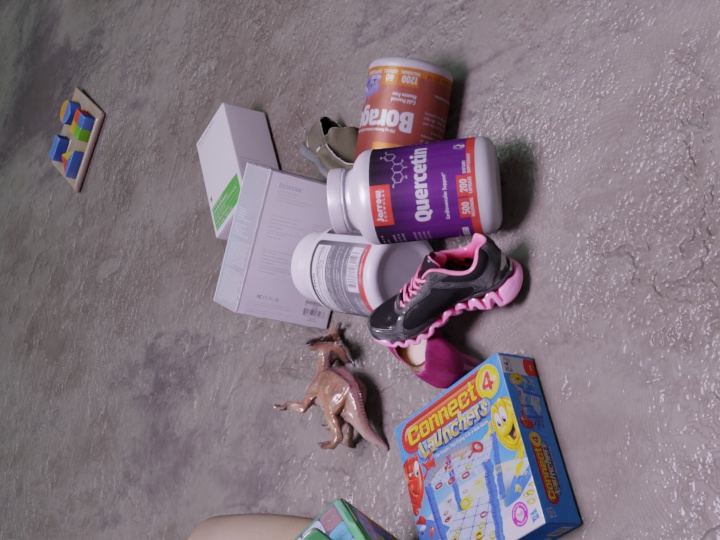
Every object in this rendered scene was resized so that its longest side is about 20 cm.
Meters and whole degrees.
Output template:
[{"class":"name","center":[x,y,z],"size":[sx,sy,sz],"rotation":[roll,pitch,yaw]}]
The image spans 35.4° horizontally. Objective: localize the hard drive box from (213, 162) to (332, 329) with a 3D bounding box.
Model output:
[{"class":"hard drive box","center":[-0.102,-0.034,1.580],"size":[0.076,0.154,0.203],"rotation":[21,97,55]}]

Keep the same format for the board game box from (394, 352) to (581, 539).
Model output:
[{"class":"board game box","center":[0.135,0.227,1.260],"size":[0.200,0.055,0.198],"rotation":[-43,49,40]}]

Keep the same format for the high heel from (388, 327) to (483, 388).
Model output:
[{"class":"high heel","center":[0.061,0.095,1.365],"size":[0.200,0.095,0.068],"rotation":[34,108,52]}]

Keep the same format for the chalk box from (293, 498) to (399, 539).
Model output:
[{"class":"chalk box","center":[-0.012,0.358,1.281],"size":[0.124,0.200,0.124],"rotation":[-44,42,3]}]

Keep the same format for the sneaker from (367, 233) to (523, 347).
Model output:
[{"class":"sneaker","center":[0.084,0.017,1.303],"size":[0.198,0.095,0.080],"rotation":[-27,40,19]}]

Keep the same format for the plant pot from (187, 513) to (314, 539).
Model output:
[{"class":"plant pot","center":[-0.103,0.395,1.462],"size":[0.198,0.186,0.190],"rotation":[-22,63,35]}]

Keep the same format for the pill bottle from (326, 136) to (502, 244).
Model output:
[{"class":"pill bottle","center":[0.064,-0.091,1.323],"size":[0.197,0.113,0.114],"rotation":[-6,71,11]}]

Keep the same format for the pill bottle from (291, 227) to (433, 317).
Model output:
[{"class":"pill bottle","center":[0.000,0.000,1.461],"size":[0.199,0.115,0.118],"rotation":[7,87,55]}]

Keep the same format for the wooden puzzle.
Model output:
[{"class":"wooden puzzle","center":[-0.638,-0.294,2.494],"size":[0.200,0.046,0.187],"rotation":[42,115,51]}]

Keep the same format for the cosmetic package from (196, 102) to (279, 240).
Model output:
[{"class":"cosmetic package","center":[-0.190,-0.154,1.797],"size":[0.108,0.084,0.202],"rotation":[-50,45,37]}]

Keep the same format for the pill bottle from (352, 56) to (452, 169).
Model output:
[{"class":"pill bottle","center":[0.050,-0.161,1.438],"size":[0.112,0.111,0.203],"rotation":[4,84,54]}]

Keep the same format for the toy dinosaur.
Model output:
[{"class":"toy dinosaur","center":[-0.028,0.155,1.491],"size":[0.199,0.085,0.137],"rotation":[35,102,47]}]

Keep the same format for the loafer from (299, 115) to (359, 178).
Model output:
[{"class":"loafer","center":[-0.026,-0.168,1.579],"size":[0.200,0.074,0.071],"rotation":[38,115,52]}]
